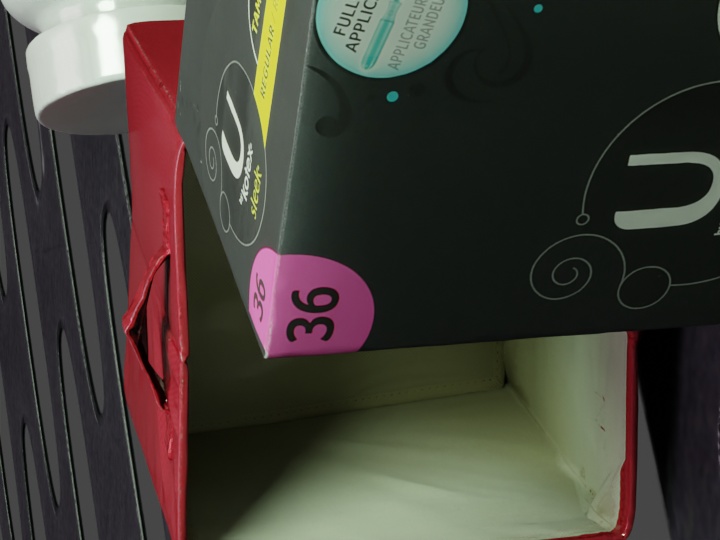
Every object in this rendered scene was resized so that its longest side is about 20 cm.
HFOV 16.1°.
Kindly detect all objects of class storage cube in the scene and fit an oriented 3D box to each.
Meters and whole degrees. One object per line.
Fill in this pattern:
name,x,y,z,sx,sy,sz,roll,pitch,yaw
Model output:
storage cube,0.000,0.000,0.995,0.180,0.199,0.172,-122,31,-68

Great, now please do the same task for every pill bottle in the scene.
pill bottle,-0.113,-0.169,1.130,0.110,0.109,0.201,139,124,-69

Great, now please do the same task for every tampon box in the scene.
tampon box,0.057,-0.074,0.771,0.126,0.199,0.150,-115,26,-48
